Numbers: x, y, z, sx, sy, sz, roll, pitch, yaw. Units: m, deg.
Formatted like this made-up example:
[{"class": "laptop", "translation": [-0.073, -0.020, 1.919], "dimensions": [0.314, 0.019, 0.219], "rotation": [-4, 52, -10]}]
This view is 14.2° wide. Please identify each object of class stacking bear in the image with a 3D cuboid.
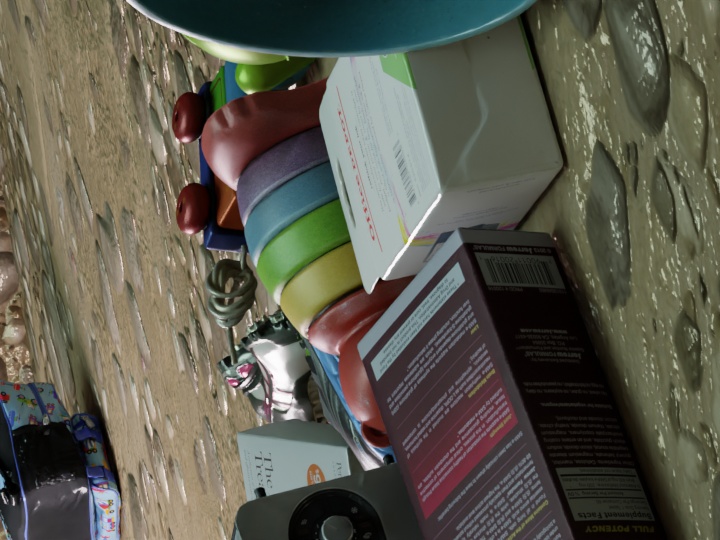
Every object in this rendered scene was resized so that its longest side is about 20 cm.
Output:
[{"class": "stacking bear", "translation": [0.000, 0.000, 1.632], "dimensions": [0.114, 0.121, 0.200], "rotation": [112, 137, -64]}]

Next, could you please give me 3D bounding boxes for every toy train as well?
[{"class": "toy train", "translation": [-0.064, -0.053, 1.860], "dimensions": [0.116, 0.084, 0.200], "rotation": [125, 147, -54]}]

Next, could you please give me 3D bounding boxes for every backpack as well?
[{"class": "backpack", "translation": [-0.360, 0.217, 3.294], "dimensions": [0.183, 0.134, 0.200], "rotation": [94, 159, -51]}]

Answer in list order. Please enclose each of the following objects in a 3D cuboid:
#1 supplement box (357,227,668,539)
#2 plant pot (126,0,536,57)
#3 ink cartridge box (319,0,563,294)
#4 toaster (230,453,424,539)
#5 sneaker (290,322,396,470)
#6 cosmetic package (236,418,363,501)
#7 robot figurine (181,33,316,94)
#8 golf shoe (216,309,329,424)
[{"class": "supplement box", "translation": [0.074, 0.091, 1.404], "dimensions": [0.109, 0.061, 0.200], "rotation": [-50, 48, 43]}, {"class": "plant pot", "translation": [-0.014, -0.222, 1.324], "dimensions": [0.200, 0.199, 0.188], "rotation": [115, 155, -69]}, {"class": "ink cartridge box", "translation": [0.036, -0.069, 1.484], "dimensions": [0.200, 0.067, 0.117], "rotation": [125, 132, -71]}, {"class": "toaster", "translation": [0.019, 0.182, 1.528], "dimensions": [0.200, 0.180, 0.119], "rotation": [106, 148, -62]}, {"class": "sneaker", "translation": [-0.011, 0.048, 1.787], "dimensions": [0.083, 0.071, 0.200], "rotation": [105, 148, -51]}, {"class": "cosmetic package", "translation": [-0.011, 0.201, 1.869], "dimensions": [0.151, 0.052, 0.201], "rotation": [0, 101, 58]}, {"class": "robot figurine", "translation": [-0.075, -0.195, 1.742], "dimensions": [0.200, 0.115, 0.176], "rotation": [-126, 22, -61]}, {"class": "golf shoe", "translation": [-0.034, 0.061, 1.941], "dimensions": [0.088, 0.077, 0.200], "rotation": [54, 164, 5]}]
